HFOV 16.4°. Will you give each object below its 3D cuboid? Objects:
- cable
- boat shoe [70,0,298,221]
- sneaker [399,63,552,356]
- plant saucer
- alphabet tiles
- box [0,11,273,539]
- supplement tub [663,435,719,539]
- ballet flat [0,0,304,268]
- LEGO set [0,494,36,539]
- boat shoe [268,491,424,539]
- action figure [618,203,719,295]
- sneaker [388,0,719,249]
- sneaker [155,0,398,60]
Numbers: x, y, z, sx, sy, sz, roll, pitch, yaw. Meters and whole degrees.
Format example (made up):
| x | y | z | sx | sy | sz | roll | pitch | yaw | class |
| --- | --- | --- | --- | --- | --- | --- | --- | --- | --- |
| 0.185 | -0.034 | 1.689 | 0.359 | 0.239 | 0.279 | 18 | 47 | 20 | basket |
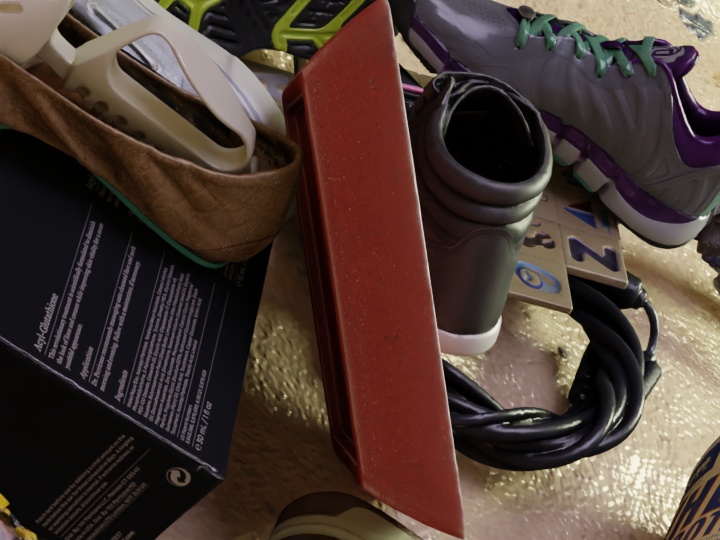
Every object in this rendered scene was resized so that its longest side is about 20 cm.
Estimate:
| x | y | z | sx | sy | sz | roll | pitch | yaw | class |
| --- | --- | --- | --- | --- | --- | --- | --- | --- | --- |
| 0.067 | 0.020 | 1.184 | 0.163 | 0.051 | 0.200 | 44 | 33 | 2 | cable |
| -0.112 | -0.084 | 1.088 | 0.201 | 0.070 | 0.072 | 45 | 43 | 4 | boat shoe |
| 0.036 | -0.063 | 1.127 | 0.071 | 0.099 | 0.200 | 6 | 39 | -23 | sneaker |
| 0.000 | 0.000 | 0.996 | 0.200 | 0.037 | 0.200 | -169 | -109 | -85 | plant saucer |
| 0.032 | -0.047 | 1.199 | 0.200 | 0.006 | 0.167 | 15 | 36 | -15 | alphabet tiles |
| -0.115 | -0.002 | 0.971 | 0.141 | 0.079 | 0.200 | 36 | 34 | -19 | box |
| 0.204 | 0.145 | 1.117 | 0.145 | 0.145 | 0.200 | 44 | 32 | -4 | supplement tub |
| -0.103 | -0.075 | 0.928 | 0.200 | 0.072 | 0.068 | 34 | 34 | -17 | ballet flat |
| -0.135 | 0.091 | 0.781 | 0.154 | 0.116 | 0.200 | 21 | 35 | -59 | LEGO set |
| 0.041 | 0.171 | 0.981 | 0.202 | 0.075 | 0.075 | 32 | 48 | -12 | boat shoe |
| 0.177 | -0.032 | 1.321 | 0.200 | 0.069 | 0.130 | 42 | -4 | -30 | action figure |
| 0.108 | -0.100 | 1.206 | 0.200 | 0.088 | 0.074 | 36 | 28 | -17 | sneaker |
| -0.073 | -0.138 | 1.199 | 0.200 | 0.076 | 0.076 | 7 | 16 | -40 | sneaker |
